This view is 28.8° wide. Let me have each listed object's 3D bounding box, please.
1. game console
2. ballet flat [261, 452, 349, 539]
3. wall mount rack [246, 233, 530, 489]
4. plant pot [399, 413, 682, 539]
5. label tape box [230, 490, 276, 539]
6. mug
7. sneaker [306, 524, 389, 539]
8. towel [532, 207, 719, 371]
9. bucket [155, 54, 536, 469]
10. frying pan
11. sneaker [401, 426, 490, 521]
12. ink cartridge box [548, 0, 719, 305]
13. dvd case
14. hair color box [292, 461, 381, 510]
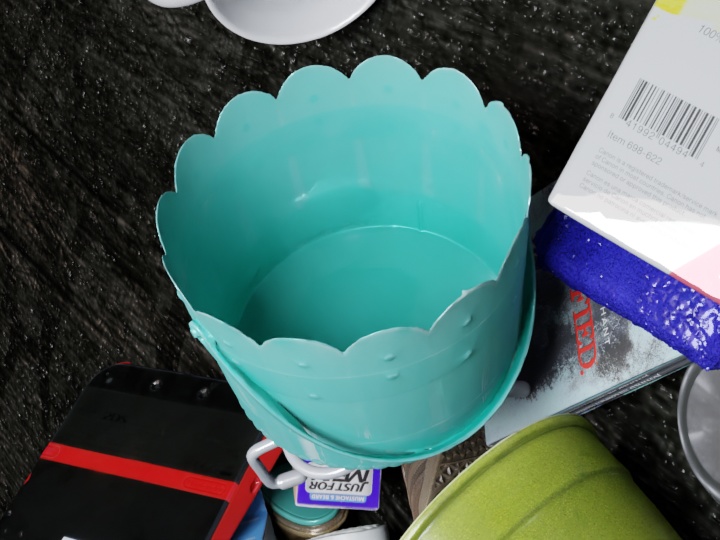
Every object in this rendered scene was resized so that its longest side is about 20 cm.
[{"bbox_3d":[-0.159,0.151,1.034,0.198,0.031,0.178,5,53,34],"label":"game console"},{"bbox_3d":[-0.067,0.176,1.105,0.199,0.067,0.073,30,133,50],"label":"ballet flat"},{"bbox_3d":[0.001,0.044,0.869,0.172,0.075,0.202,-23,52,6],"label":"wall mount rack"},{"bbox_3d":[0.126,0.217,0.752,0.193,0.199,0.202,41,122,32],"label":"plant pot"},{"bbox_3d":[-0.120,0.250,0.988,0.142,0.063,0.203,-19,77,6],"label":"label tape box"},{"bbox_3d":[-0.086,-0.267,1.032,0.198,0.148,0.177,-29,51,11],"label":"mug"},{"bbox_3d":[-0.020,0.261,1.033,0.201,0.072,0.116,-50,52,54],"label":"sneaker"},{"bbox_3d":[0.179,-0.064,0.738,0.147,0.049,0.202,34,100,49],"label":"towel"},{"bbox_3d":[0.000,0.000,0.770,0.208,0.205,0.136,55,166,37],"label":"bucket"},{"bbox_3d":[0.210,0.043,0.760,0.114,0.031,0.193,-14,80,50],"label":"frying pan"},{"bbox_3d":[0.058,0.123,0.943,0.075,0.069,0.203,144,125,-66],"label":"sneaker"},{"bbox_3d":[0.203,-0.080,0.646,0.144,0.083,0.202,33,99,26],"label":"ink cartridge box"},{"bbox_3d":[0.135,0.009,0.841,0.199,0.022,0.148,-33,54,48],"label":"dvd case"},{"bbox_3d":[-0.012,0.056,0.989,0.109,0.064,0.203,-128,40,-84],"label":"hair color box"}]
